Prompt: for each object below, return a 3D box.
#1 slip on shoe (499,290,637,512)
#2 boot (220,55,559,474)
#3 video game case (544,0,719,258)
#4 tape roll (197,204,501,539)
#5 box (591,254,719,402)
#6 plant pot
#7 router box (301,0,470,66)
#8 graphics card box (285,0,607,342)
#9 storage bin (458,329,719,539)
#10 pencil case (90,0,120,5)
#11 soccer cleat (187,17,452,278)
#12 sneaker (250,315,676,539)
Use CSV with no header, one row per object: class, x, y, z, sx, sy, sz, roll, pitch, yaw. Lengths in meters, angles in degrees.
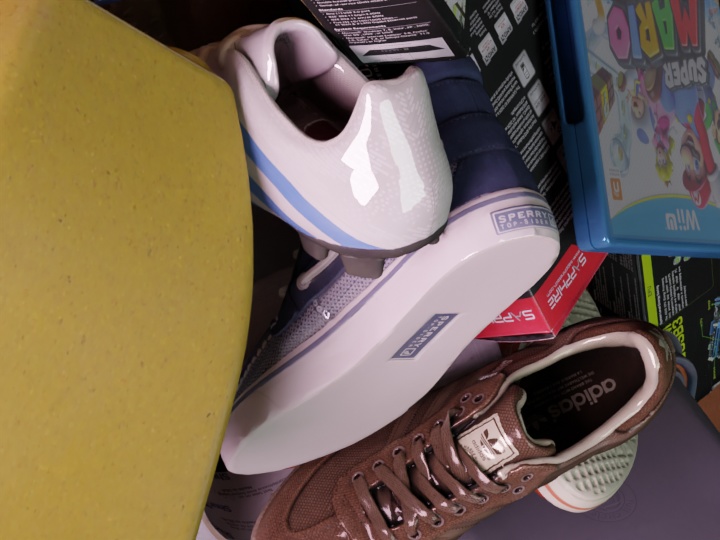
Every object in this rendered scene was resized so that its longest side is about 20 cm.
slip on shoe,0.083,0.057,1.310,0.061,0.200,0.074,-41,112,17
boot,0.000,0.000,1.130,0.073,0.090,0.200,3,146,-43
video game case,0.122,-0.106,1.227,0.143,0.018,0.201,2,79,-58
tape roll,-0.038,0.064,1.233,0.200,0.066,0.201,-16,128,-22
box,0.199,-0.041,1.463,0.193,0.047,0.200,-35,138,-21
plant pot,-0.152,-0.009,1.002,0.194,0.195,0.200,28,85,-52
router box,0.003,-0.195,1.030,0.149,0.051,0.200,46,44,-65
graphics card box,0.049,-0.085,1.182,0.126,0.051,0.200,-54,126,-39
storage bin,0.106,0.142,1.390,0.200,0.134,0.146,-16,133,-24
pencil case,-0.109,-0.198,0.987,0.092,0.085,0.200,-23,132,-20
soccer cleat,-0.044,-0.064,1.070,0.070,0.200,0.087,-32,127,-40
sneaker,0.041,0.073,1.176,0.200,0.071,0.076,-31,172,-8
